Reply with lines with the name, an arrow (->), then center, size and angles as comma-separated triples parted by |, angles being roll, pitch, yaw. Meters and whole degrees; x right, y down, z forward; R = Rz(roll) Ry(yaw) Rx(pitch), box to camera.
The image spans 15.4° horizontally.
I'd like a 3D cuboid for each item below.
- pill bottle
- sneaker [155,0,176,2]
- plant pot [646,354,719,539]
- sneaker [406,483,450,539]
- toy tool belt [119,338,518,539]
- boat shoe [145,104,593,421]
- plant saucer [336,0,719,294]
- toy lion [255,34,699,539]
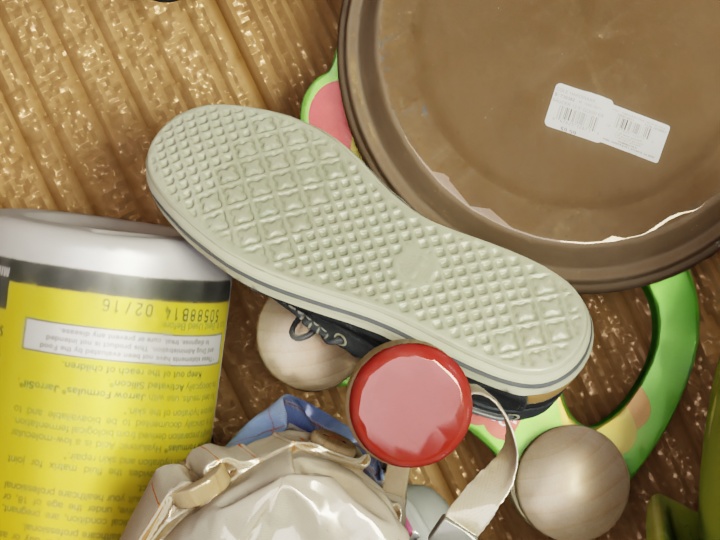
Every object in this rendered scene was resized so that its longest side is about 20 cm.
pill bottle -> -0.117, 0.080, 1.101 | 0.111, 0.111, 0.201 | 7, 94, 3
sneaker -> -0.021, -0.141, 1.064 | 0.079, 0.200, 0.076 | 33, 60, -27
plant pot -> 0.209, 0.088, 0.960 | 0.199, 0.199, 0.182 | 29, 99, 0
sneaker -> 0.067, 0.174, 1.115 | 0.088, 0.081, 0.201 | -27, 86, -34
toy tool belt -> -0.026, 0.106, 1.039 | 0.125, 0.123, 0.201 | 32, 96, -5
boat shoe -> 0.000, 0.000, 1.052 | 0.199, 0.062, 0.075 | 28, 63, 15
plant saucer -> 0.090, -0.091, 1.089 | 0.199, 0.029, 0.201 | 1, 81, -4
toy lion -> 0.057, -0.012, 1.115 | 0.199, 0.069, 0.192 | 30, 87, 1
